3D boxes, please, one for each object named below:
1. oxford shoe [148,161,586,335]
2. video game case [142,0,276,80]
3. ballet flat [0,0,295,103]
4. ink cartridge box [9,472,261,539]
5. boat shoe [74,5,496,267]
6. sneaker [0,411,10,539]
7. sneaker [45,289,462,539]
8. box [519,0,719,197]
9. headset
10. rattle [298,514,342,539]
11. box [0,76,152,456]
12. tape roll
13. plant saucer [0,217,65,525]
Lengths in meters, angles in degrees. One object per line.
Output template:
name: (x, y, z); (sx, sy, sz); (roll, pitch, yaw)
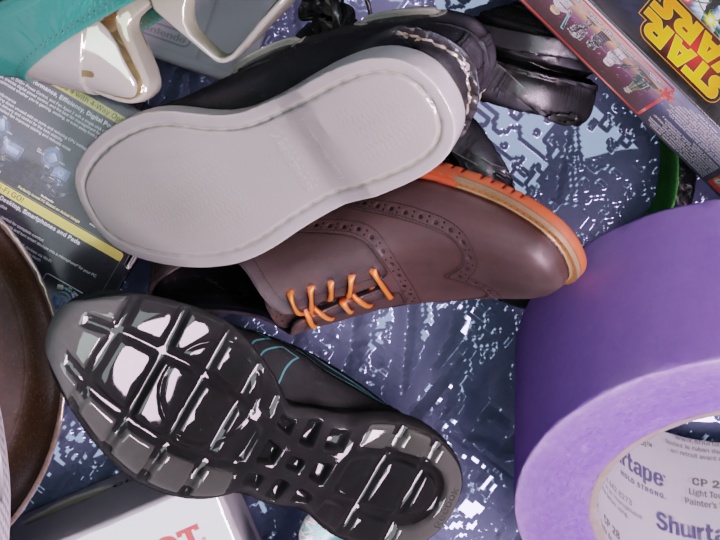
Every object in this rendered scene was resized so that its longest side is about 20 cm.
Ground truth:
oxford shoe: (0.000, 0.000, 0.995); (0.073, 0.200, 0.071); (-61, 137, -31)
video game case: (-0.111, -0.195, 1.012); (0.200, 0.024, 0.182); (18, 95, -19)
ballet flat: (-0.083, -0.108, 0.956); (0.200, 0.067, 0.071); (-26, 85, 21)
ink cartridge box: (-0.091, 0.196, 1.055); (0.144, 0.084, 0.200); (-23, 97, -1)
boat shoe: (-0.032, -0.057, 0.965); (0.200, 0.060, 0.074); (-21, 109, 39)
sneaker: (-0.210, 0.045, 0.958); (0.118, 0.074, 0.201); (-14, 91, -5)
sneaker: (-0.052, 0.061, 1.004); (0.200, 0.079, 0.075); (29, 95, -30)
box: (0.133, -0.142, 1.017); (0.200, 0.040, 0.137); (43, 63, -7)
headset: (0.058, -0.062, 1.027); (0.200, 0.094, 0.124); (33, 94, -15)
rattle: (0.014, 0.209, 1.065); (0.200, 0.130, 0.143); (28, 140, -15)
box: (-0.193, -0.038, 1.040); (0.200, 0.049, 0.161); (30, 97, -6)
tape roll: (0.163, 0.066, 0.997); (0.199, 0.085, 0.200); (2, 139, 1)
plant saucer: (-0.223, 0.041, 1.011); (0.200, 0.032, 0.201); (0, 102, -2)
